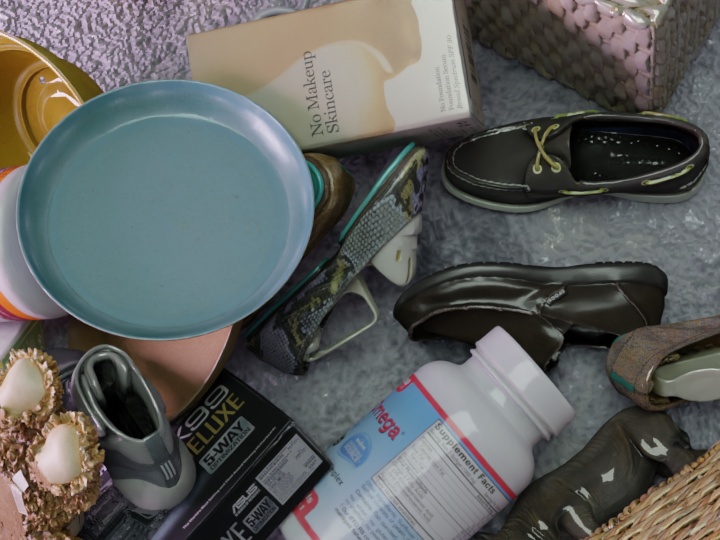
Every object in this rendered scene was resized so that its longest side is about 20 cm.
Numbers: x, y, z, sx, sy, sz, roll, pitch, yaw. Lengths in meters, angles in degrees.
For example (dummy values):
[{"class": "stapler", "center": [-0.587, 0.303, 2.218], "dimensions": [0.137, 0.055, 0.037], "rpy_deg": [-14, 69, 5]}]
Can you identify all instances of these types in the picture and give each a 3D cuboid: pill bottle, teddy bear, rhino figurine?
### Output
[{"class": "pill bottle", "center": [0.045, 0.133, 0.963], "dimensions": [0.200, 0.109, 0.109], "rpy_deg": [-41, 70, -1]}, {"class": "teddy bear", "center": [-0.202, 0.133, 0.920], "dimensions": [0.067, 0.201, 0.145], "rpy_deg": [-27, 49, -36]}, {"class": "rhino figurine", "center": [0.152, 0.168, 0.972], "dimensions": [0.200, 0.060, 0.087], "rpy_deg": [-37, 51, -5]}, {"class": "pill bottle", "center": [-0.292, -0.015, 1.037], "dimensions": [0.199, 0.109, 0.110], "rpy_deg": [-4, 68, 33]}]

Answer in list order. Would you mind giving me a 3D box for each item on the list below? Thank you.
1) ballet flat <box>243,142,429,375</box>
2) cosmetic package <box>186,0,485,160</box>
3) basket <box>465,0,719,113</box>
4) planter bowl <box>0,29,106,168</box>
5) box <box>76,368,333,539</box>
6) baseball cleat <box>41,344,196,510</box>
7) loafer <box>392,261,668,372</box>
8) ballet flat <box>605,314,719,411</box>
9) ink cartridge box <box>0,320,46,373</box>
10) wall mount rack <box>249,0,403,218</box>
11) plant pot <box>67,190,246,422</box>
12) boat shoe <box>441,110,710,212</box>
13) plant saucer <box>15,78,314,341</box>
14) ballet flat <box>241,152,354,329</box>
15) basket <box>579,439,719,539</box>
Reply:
[{"class": "ballet flat", "center": [0.000, 0.000, 1.030], "dimensions": [0.072, 0.072, 0.200], "rpy_deg": [46, 105, 19]}, {"class": "cosmetic package", "center": [-0.017, -0.136, 1.026], "dimensions": [0.199, 0.071, 0.106], "rpy_deg": [-11, 85, 13]}, {"class": "basket", "center": [0.173, -0.239, 1.047], "dimensions": [0.198, 0.200, 0.161], "rpy_deg": [29, 82, 17]}, {"class": "planter bowl", "center": [-0.246, -0.102, 1.086], "dimensions": [0.200, 0.201, 0.083], "rpy_deg": [28, 37, 16]}, {"class": "box", "center": [-0.128, 0.166, 0.968], "dimensions": [0.200, 0.050, 0.158], "rpy_deg": [-47, 28, -9]}, {"class": "baseball cleat", "center": [-0.175, 0.079, 0.952], "dimensions": [0.070, 0.107, 0.200], "rpy_deg": [-34, 41, -27]}, {"class": "loafer", "center": [0.122, 0.036, 1.016], "dimensions": [0.199, 0.073, 0.072], "rpy_deg": [-4, 71, 7]}, {"class": "ballet flat", "center": [0.270, 0.059, 0.978], "dimensions": [0.199, 0.067, 0.068], "rpy_deg": [-16, 113, -6]}, {"class": "ink cartridge box", "center": [-0.317, 0.085, 0.999], "dimensions": [0.145, 0.200, 0.048], "rpy_deg": [-6, 109, 5]}, {"class": "wall mount rack", "center": [-0.022, -0.131, 1.097], "dimensions": [0.199, 0.075, 0.175], "rpy_deg": [20, 95, 15]}, {"class": "plant pot", "center": [-0.144, 0.021, 1.035], "dimensions": [0.199, 0.027, 0.201], "rpy_deg": [-16, 66, 40]}, {"class": "boat shoe", "center": [0.159, -0.087, 1.062], "dimensions": [0.200, 0.061, 0.072], "rpy_deg": [-2, 70, 7]}, {"class": "plant saucer", "center": [-0.130, -0.040, 0.961], "dimensions": [0.199, 0.027, 0.201], "rpy_deg": [1, 63, -2]}, {"class": "ballet flat", "center": [-0.072, -0.009, 1.048], "dimensions": [0.200, 0.072, 0.068], "rpy_deg": [-49, 67, 23]}, {"class": "basket", "center": [0.214, 0.228, 0.872], "dimensions": [0.199, 0.149, 0.143], "rpy_deg": [-33, 110, -6]}]
